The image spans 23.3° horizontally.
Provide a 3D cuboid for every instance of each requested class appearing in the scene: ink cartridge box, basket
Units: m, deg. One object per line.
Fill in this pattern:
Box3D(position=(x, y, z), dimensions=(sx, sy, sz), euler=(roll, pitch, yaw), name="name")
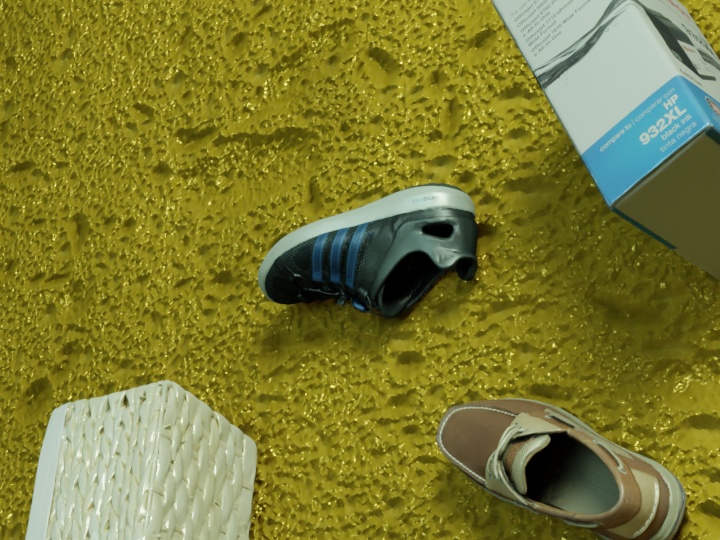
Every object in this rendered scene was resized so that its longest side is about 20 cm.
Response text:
Box3D(position=(0.188, -0.111, 1.135), dimensions=(0.084, 0.145, 0.201), euler=(-41, 49, 22), name="ink cartridge box")
Box3D(position=(-0.164, 0.200, 1.328), dimensions=(0.123, 0.136, 0.201), euler=(-19, 49, 30), name="basket")

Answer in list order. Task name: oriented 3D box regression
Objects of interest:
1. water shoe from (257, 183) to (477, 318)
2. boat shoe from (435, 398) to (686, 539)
Box3D(position=(0.000, 0.000, 1.319), dimensions=(0.199, 0.071, 0.079), euler=(-25, 59, 35), name="water shoe")
Box3D(position=(0.121, 0.125, 1.152), dimensions=(0.199, 0.072, 0.076), euler=(15, 83, 45), name="boat shoe")
